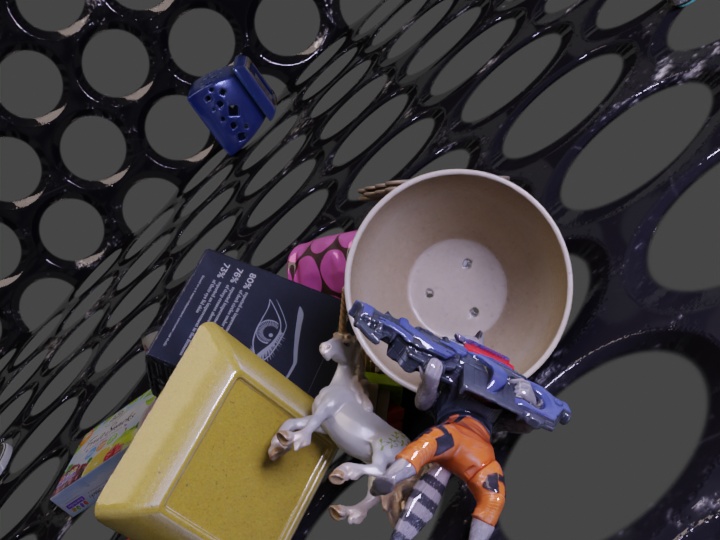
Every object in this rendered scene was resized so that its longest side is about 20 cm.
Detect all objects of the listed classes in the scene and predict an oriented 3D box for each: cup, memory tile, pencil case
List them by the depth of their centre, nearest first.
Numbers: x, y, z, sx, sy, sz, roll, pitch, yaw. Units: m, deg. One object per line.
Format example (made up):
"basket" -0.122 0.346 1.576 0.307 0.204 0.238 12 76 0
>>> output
"cup" 0.091 0.016 0.966 0.200 0.200 0.143 -43 -6 2
"pencil case" 0.000 0.000 1.159 0.199 0.090 0.095 -12 81 50
"memory tile" 0.084 -0.099 1.267 0.152 0.017 0.200 -3 2 -12

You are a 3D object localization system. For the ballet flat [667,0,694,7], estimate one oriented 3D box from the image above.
"ballet flat" 0.411 -0.410 1.332 0.072 0.072 0.201 -31 23 33

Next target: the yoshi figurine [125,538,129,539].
"yoshi figurine" -0.214 0.337 1.074 0.111 0.113 0.200 24 46 27

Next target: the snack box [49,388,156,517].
"snack box" -0.362 0.266 1.545 0.199 0.053 0.143 -34 20 28

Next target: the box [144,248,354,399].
"box" -0.108 0.090 1.116 0.105 0.198 0.149 99 -165 -57

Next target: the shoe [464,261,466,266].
"shoe" 0.075 -0.059 1.257 0.071 0.091 0.200 -39 20 13

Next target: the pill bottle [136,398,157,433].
"pill bottle" -0.177 0.189 1.232 0.199 0.112 0.113 -20 30 50

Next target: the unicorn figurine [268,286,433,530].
"unicorn figurine" -0.012 0.136 0.928 0.137 0.200 0.074 -30 -16 -40

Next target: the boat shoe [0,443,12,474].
"boat shoe" -0.767 0.414 2.057 0.070 0.064 0.201 -28 25 39

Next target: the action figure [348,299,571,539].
"action figure" 0.055 0.116 0.816 0.105 0.199 0.194 -54 7 44

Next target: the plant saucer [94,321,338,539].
"plant saucer" -0.110 0.182 0.945 0.048 0.200 0.201 3 59 53

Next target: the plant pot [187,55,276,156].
"plant pot" -0.335 -0.459 2.801 0.179 0.201 0.200 -33 20 9

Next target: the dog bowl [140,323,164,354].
"dog bowl" -0.176 0.109 1.310 0.199 0.199 0.075 -21 71 49

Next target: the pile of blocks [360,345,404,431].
"pile of blocks" 0.031 0.096 1.054 0.201 0.061 0.083 -78 -6 -55
